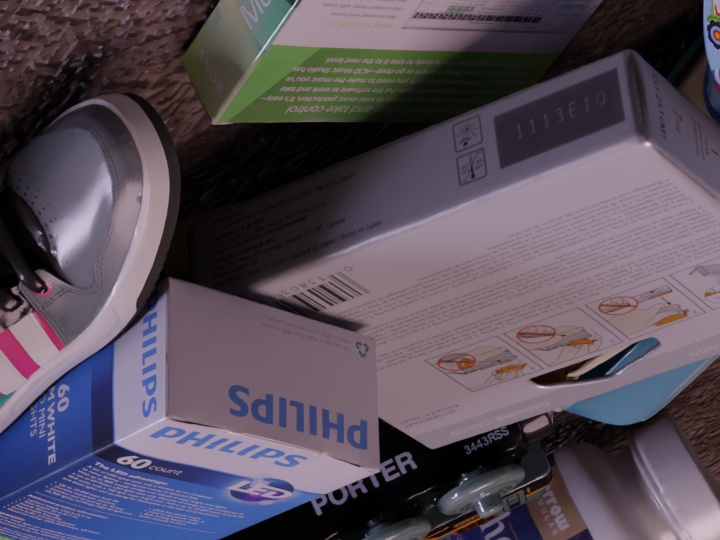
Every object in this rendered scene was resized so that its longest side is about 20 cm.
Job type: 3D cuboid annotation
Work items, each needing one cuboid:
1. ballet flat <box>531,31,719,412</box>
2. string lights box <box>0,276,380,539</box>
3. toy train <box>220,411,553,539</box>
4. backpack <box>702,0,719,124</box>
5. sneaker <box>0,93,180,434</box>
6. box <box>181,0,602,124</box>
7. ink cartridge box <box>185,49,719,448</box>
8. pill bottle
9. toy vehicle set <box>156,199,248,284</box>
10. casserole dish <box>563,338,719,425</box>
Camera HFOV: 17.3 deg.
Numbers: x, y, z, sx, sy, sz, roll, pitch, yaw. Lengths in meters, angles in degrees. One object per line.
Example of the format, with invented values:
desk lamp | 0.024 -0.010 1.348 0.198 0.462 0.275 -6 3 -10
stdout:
ballet flat | 0.126 -0.022 1.005 0.200 0.069 0.069 -51 149 9
string lights box | -0.094 0.073 0.943 0.103 0.059 0.200 18 149 -37
toy train | 0.006 0.114 1.178 0.200 0.085 0.114 -27 163 0
backpack | 0.194 -0.106 0.844 0.200 0.134 0.183 -2 110 -44
sneaker | -0.158 0.010 0.846 0.121 0.084 0.200 -10 151 -49
box | 0.043 -0.126 0.835 0.144 0.036 0.200 -2 143 -40
ink cartridge box | 0.062 -0.001 0.928 0.200 0.044 0.174 -20 149 27
pill bottle | 0.107 0.165 1.319 0.200 0.111 0.111 -31 153 7
toy vehicle set | 0.000 0.000 1.025 0.200 0.027 0.124 -17 151 -20
casserole dish | 0.160 -0.001 1.079 0.200 0.039 0.121 -50 -172 38
